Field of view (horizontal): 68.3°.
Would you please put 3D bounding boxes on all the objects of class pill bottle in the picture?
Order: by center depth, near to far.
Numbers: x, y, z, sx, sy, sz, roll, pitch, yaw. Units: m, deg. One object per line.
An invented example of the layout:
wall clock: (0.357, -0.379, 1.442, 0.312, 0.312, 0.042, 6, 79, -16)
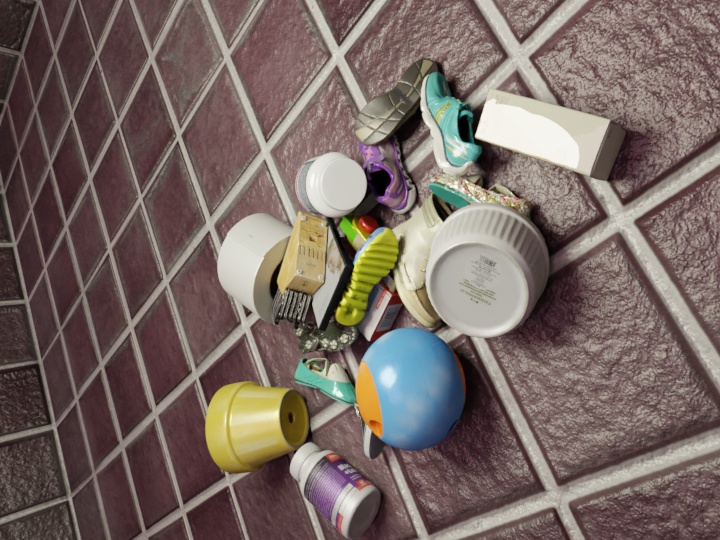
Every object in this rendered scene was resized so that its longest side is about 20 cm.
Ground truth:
pill bottle: (-0.057, -0.167, 1.040, 0.199, 0.115, 0.125, -153, 67, -72)
pill bottle: (-0.060, 0.459, 1.131, 0.196, 0.109, 0.116, 26, 109, 37)

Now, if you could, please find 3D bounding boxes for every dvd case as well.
dvd case: (-0.068, 0.000, 1.051, 0.202, 0.017, 0.146, -114, 43, -57)

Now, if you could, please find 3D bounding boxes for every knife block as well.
knife block: (-0.133, 0.009, 1.091, 0.175, 0.062, 0.207, -41, 41, 52)

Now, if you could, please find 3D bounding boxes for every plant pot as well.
plant pot: (-0.227, 0.355, 1.235, 0.183, 0.199, 0.209, -15, 82, 24)

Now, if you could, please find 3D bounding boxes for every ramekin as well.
ramekin: (0.193, 0.008, 0.838, 0.193, 0.105, 0.207, 12, 120, 21)

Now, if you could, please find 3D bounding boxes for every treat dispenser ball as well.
treat dispenser ball: (0.087, 0.205, 0.930, 0.196, 0.197, 0.210, 2, 94, 40)

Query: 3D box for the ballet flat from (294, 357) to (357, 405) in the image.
ballet flat: (-0.073, 0.233, 1.160, 0.195, 0.066, 0.073, 10, 89, 42)

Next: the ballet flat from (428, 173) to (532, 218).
ballet flat: (0.207, -0.124, 0.907, 0.197, 0.076, 0.065, 35, 83, 30)

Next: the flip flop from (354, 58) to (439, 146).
flip flop: (0.072, -0.311, 1.004, 0.200, 0.057, 0.082, -44, 71, 8)

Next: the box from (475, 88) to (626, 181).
box: (0.285, -0.208, 0.806, 0.197, 0.093, 0.080, 32, 112, 37)

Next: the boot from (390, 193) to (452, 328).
boot: (0.130, -0.017, 0.967, 0.154, 0.071, 0.205, -39, 65, 36)

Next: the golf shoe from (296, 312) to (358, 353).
golf shoe: (-0.056, 0.129, 1.112, 0.197, 0.086, 0.081, -14, 77, 50)

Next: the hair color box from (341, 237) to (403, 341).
hair color box: (-0.005, 0.034, 1.094, 0.199, 0.063, 0.114, 43, 119, 33)

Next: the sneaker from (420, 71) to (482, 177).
sneaker: (0.160, -0.259, 0.908, 0.079, 0.075, 0.207, -39, 56, 46)

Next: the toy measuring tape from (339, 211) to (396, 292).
toy measuring tape: (0.029, -0.047, 1.059, 0.202, 0.072, 0.074, 53, 122, 21)

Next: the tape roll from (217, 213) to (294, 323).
tape roll: (-0.198, -0.006, 1.174, 0.137, 0.199, 0.210, 26, 109, 37)

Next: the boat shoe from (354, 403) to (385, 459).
boat shoe: (0.021, 0.270, 1.074, 0.066, 0.072, 0.209, 6, 95, 39)

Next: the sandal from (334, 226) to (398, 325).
sandal: (0.000, 0.000, 0.999, 0.203, 0.077, 0.088, -57, 34, 22)

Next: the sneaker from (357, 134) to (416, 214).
sneaker: (0.036, -0.207, 1.031, 0.080, 0.087, 0.206, -36, 68, 37)
